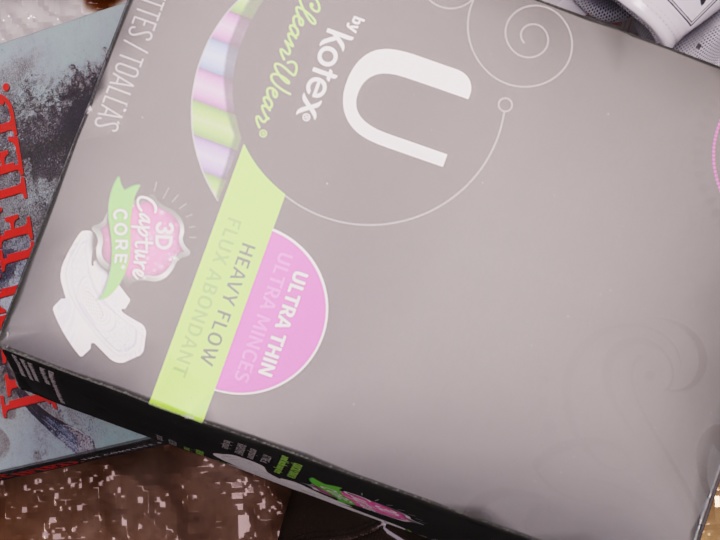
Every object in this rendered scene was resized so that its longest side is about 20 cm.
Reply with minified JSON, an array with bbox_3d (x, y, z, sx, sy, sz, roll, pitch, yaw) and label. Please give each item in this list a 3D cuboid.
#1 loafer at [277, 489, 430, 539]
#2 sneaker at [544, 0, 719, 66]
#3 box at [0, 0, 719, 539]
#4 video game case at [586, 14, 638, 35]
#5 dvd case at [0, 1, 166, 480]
[{"bbox_3d":[0.055,0.127,0.951,0.200,0.073,0.071,34,95,12],"label":"loafer"},{"bbox_3d":[0.140,-0.113,0.867,0.075,0.200,0.115,47,70,-32],"label":"sneaker"},{"bbox_3d":[0.014,-0.004,0.829,0.200,0.124,0.149,20,82,-2],"label":"box"},{"bbox_3d":[0.135,-0.032,0.986,0.200,0.023,0.182,18,83,5],"label":"video game case"},{"bbox_3d":[-0.107,-0.006,0.951,0.200,0.022,0.146,-13,81,32],"label":"dvd case"}]
